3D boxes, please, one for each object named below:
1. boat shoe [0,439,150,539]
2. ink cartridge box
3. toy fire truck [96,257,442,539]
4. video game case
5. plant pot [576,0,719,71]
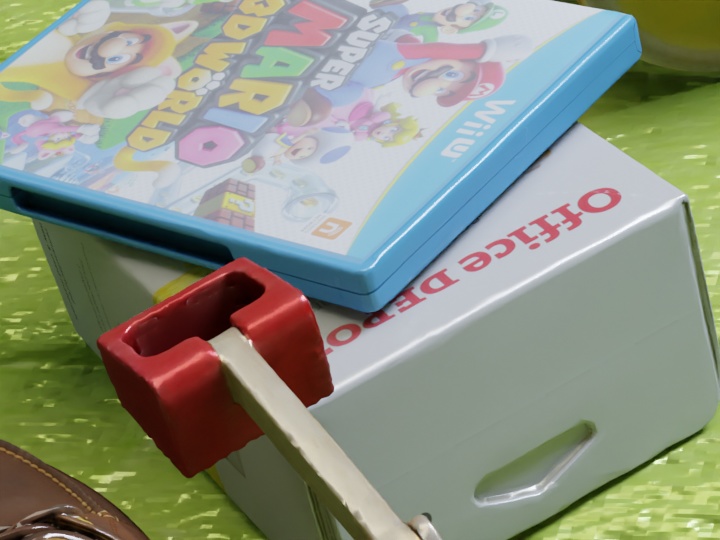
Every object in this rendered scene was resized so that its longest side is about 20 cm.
[{"bbox_3d":[-0.084,0.097,0.782,0.072,0.068,0.200,-28,37,-15],"label":"boat shoe"},{"bbox_3d":[0.000,0.000,0.864,0.145,0.084,0.200,-29,37,-17],"label":"ink cartridge box"},{"bbox_3d":[0.013,0.096,0.682,0.049,0.141,0.200,-29,37,-17],"label":"toy fire truck"},{"bbox_3d":[-0.031,-0.054,0.862,0.200,0.018,0.143,15,44,37],"label":"video game case"},{"bbox_3d":[0.116,-0.184,0.986,0.200,0.201,0.189,-16,50,1],"label":"plant pot"}]
